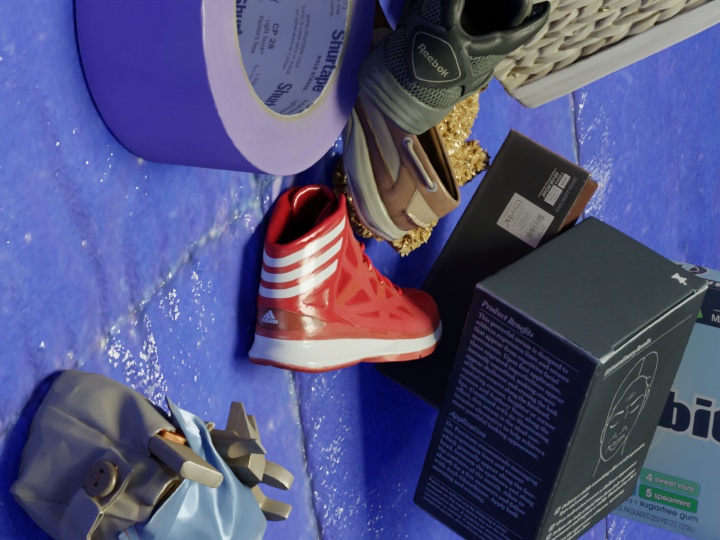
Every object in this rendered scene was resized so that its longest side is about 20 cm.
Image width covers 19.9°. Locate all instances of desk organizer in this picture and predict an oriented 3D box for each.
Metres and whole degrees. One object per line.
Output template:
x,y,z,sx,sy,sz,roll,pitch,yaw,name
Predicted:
0.100,0.007,1.494,0.200,0.072,0.077,-60,156,5,desk organizer

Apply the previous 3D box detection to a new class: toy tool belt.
-0.098,0.133,1.153,0.200,0.123,0.125,46,56,-57,toy tool belt

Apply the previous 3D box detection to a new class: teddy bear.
0.049,-0.109,1.444,0.200,0.067,0.145,-53,138,-46,teddy bear

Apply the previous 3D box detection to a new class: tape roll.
-0.072,-0.157,1.176,0.200,0.085,0.201,-27,121,-59,tape roll

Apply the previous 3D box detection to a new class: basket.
0.154,-0.225,1.427,0.123,0.200,0.136,30,48,-40,basket

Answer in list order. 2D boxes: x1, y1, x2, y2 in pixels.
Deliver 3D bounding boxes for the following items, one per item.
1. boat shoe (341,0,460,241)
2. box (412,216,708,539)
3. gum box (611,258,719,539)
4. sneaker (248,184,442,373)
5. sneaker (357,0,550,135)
0.019,-0.123,1.337,0.076,0.072,0.201,-20,95,-66,boat shoe
0.139,0.088,1.444,0.148,0.107,0.200,-28,142,-46,box
0.225,0.092,1.545,0.045,0.170,0.201,-28,126,-55,gum box
0.000,0.000,1.365,0.200,0.078,0.116,-14,110,-63,sneaker
0.073,-0.159,1.265,0.076,0.114,0.199,48,26,-4,sneaker
